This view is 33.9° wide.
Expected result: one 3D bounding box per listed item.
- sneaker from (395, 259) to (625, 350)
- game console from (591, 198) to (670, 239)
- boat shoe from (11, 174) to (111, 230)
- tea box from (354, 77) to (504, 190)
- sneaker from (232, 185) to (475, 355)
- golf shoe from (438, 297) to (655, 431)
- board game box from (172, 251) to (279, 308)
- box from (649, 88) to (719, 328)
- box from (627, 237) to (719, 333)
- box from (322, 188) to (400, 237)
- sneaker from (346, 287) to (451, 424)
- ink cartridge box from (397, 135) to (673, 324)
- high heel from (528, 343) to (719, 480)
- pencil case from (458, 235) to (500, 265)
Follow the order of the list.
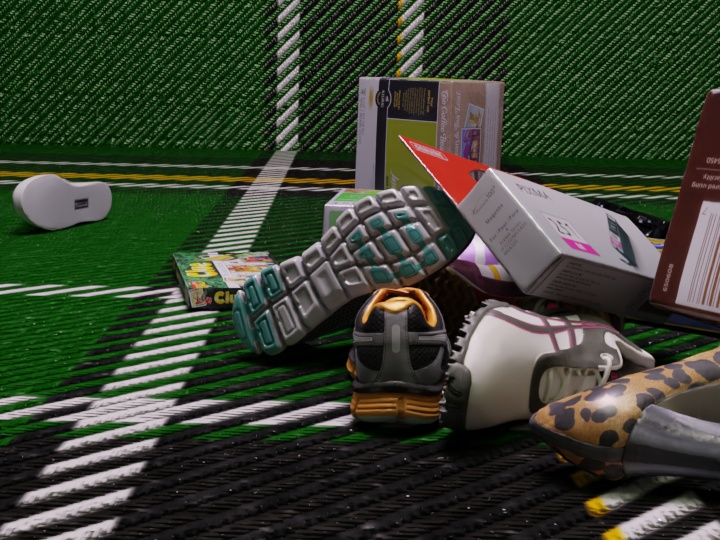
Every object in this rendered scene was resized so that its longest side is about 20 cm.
[{"bbox_3d":[0.110,0.029,0.943,0.200,0.075,0.090,16,16,24],"label":"sneaker"},{"bbox_3d":[0.291,-0.007,1.307,0.176,0.116,0.200,30,4,-14],"label":"game console"},{"bbox_3d":[-0.404,-0.090,1.549,0.064,0.071,0.200,6,3,18],"label":"boat shoe"},{"bbox_3d":[0.106,-0.199,1.840,0.197,0.200,0.134,13,15,43],"label":"tea box"},{"bbox_3d":[0.000,0.000,0.905,0.200,0.078,0.091,-26,-14,13],"label":"sneaker"},{"bbox_3d":[0.120,0.060,0.756,0.088,0.077,0.200,16,17,31],"label":"golf shoe"},{"bbox_3d":[-0.127,0.007,1.161,0.105,0.023,0.200,-3,11,-13],"label":"board game box"},{"bbox_3d":[0.344,-0.019,0.824,0.200,0.164,0.166,16,-1,-33],"label":"box"},{"bbox_3d":[0.262,0.008,1.072,0.200,0.070,0.064,9,13,38],"label":"box"},{"bbox_3d":[0.069,-0.021,1.141,0.200,0.097,0.176,3,8,5],"label":"box"},{"bbox_3d":[0.029,0.046,0.810,0.078,0.077,0.200,-1,8,-1],"label":"sneaker"},{"bbox_3d":[0.143,-0.042,0.893,0.200,0.044,0.174,12,36,-48],"label":"ink cartridge box"},{"bbox_3d":[0.181,0.069,0.713,0.143,0.071,0.200,7,18,12],"label":"high heel"},{"bbox_3d":[0.079,0.007,1.010,0.200,0.086,0.084,1,3,3],"label":"pencil case"}]
